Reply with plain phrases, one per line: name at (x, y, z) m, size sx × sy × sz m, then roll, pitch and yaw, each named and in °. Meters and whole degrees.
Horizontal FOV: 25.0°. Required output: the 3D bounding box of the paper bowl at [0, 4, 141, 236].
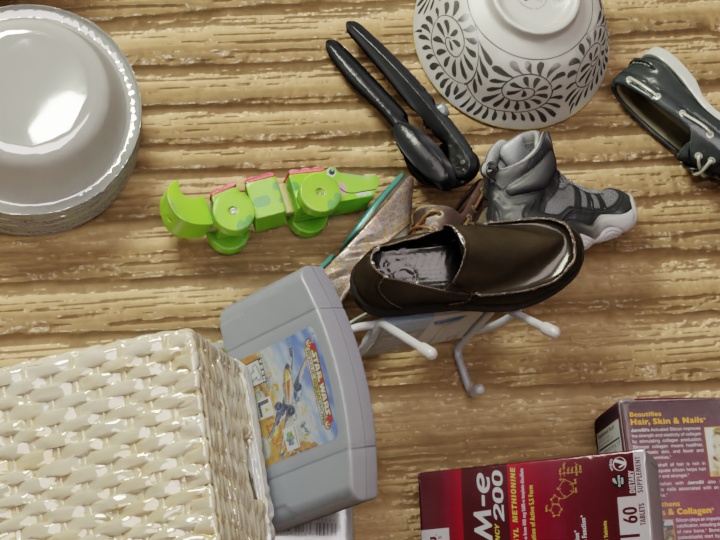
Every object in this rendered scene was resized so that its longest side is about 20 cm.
paper bowl at (-0.292, -0.139, 1.434) m, size 0.199 × 0.104 × 0.202 m, roll 3°, pitch 71°, yaw -10°

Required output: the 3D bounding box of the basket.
basket at (-0.184, 0.167, 1.293) m, size 0.199 × 0.161 × 0.199 m, roll -11°, pitch 72°, yaw 6°

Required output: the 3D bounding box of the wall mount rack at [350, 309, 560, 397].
wall mount rack at (0.071, 0.065, 1.381) m, size 0.199 × 0.174 × 0.075 m, roll -9°, pitch 68°, yaw -25°

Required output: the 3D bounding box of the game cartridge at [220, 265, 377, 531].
game cartridge at (-0.050, 0.105, 1.357) m, size 0.041 × 0.133 × 0.201 m, roll -2°, pitch 71°, yaw -41°

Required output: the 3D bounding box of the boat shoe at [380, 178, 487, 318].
boat shoe at (0.068, -0.024, 1.447) m, size 0.200 × 0.072 × 0.072 m, roll -36°, pitch 91°, yaw -40°

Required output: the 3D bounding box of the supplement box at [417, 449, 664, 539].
supplement box at (0.152, 0.217, 1.370) m, size 0.199 × 0.061 × 0.109 m, roll -9°, pitch 71°, yaw 19°

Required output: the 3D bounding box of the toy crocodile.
toy crocodile at (-0.080, -0.062, 1.463) m, size 0.199 × 0.068 × 0.062 m, roll -12°, pitch 74°, yaw -13°

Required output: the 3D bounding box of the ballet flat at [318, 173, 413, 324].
ballet flat at (0.000, 0.000, 1.457) m, size 0.067 × 0.068 × 0.200 m, roll 42°, pitch 70°, yaw 1°

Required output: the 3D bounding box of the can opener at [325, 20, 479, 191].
can opener at (0.040, -0.155, 1.517) m, size 0.063 × 0.079 × 0.200 m, roll -33°, pitch 71°, yaw -2°

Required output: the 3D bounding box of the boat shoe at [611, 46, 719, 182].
boat shoe at (0.322, -0.124, 1.554) m, size 0.060 × 0.076 × 0.200 m, roll -36°, pitch 69°, yaw -19°

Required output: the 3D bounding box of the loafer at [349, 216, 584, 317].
loafer at (0.091, -0.004, 1.341) m, size 0.199 × 0.071 × 0.073 m, roll -12°, pitch 72°, yaw -6°

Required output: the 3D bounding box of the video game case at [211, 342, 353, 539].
video game case at (-0.104, 0.154, 1.413) m, size 0.199 × 0.023 × 0.183 m, roll 3°, pitch 72°, yaw -8°

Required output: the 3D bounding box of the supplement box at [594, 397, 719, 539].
supplement box at (0.277, 0.217, 1.424) m, size 0.110 × 0.086 × 0.201 m, roll -1°, pitch 73°, yaw -9°

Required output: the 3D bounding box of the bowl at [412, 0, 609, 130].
bowl at (0.155, -0.244, 1.549) m, size 0.199 × 0.094 × 0.202 m, roll 3°, pitch 73°, yaw -9°

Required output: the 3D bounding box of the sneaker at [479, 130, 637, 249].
sneaker at (0.178, -0.074, 1.463) m, size 0.200 × 0.075 × 0.114 m, roll -21°, pitch 99°, yaw -46°
